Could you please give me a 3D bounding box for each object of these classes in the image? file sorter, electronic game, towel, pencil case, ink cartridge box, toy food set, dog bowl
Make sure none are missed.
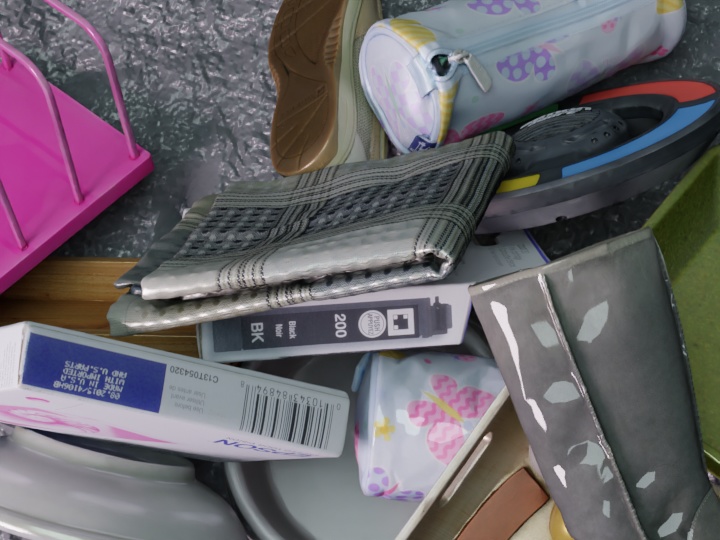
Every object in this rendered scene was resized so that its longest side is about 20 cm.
[{"bbox_3d":[-0.251,-0.076,1.433,0.139,0.126,0.200,34,63,31],"label":"file sorter"},{"bbox_3d":[0.117,-0.070,1.391,0.199,0.200,0.042,-17,104,6],"label":"electronic game"},{"bbox_3d":[-0.026,-0.026,1.291,0.199,0.193,0.035,-11,109,19],"label":"towel"},{"bbox_3d":[0.095,0.089,1.348,0.199,0.083,0.091,3,65,-3],"label":"pencil case"},{"bbox_3d":[-0.139,0.073,1.332,0.195,0.200,0.044,14,76,-29],"label":"ink cartridge box"},{"bbox_3d":[0.129,0.157,1.263,0.200,0.060,0.144,36,89,4],"label":"toy food set"},{"bbox_3d":[0.096,-0.136,1.415,0.199,0.091,0.083,-23,73,-28],"label":"pencil case"},{"bbox_3d":[0.008,0.101,1.436,0.199,0.059,0.201,-2,79,8],"label":"dog bowl"},{"bbox_3d":[0.000,0.000,1.384,0.199,0.198,0.044,-5,106,-5],"label":"ink cartridge box"}]

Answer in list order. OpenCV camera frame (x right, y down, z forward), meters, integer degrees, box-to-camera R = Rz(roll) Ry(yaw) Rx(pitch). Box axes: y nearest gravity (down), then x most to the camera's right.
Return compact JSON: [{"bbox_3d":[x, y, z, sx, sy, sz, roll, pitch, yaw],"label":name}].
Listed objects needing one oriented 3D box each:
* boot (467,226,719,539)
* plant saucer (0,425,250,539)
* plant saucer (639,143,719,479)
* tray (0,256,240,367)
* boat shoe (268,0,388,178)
[{"bbox_3d":[0.098,0.099,1.203,0.181,0.073,0.201,-24,100,-8],"label":"boot"},{"bbox_3d":[-0.151,0.123,1.382,0.199,0.200,0.051,15,92,12],"label":"plant saucer"},{"bbox_3d":[0.224,0.050,1.306,0.200,0.048,0.200,34,51,13],"label":"plant saucer"},{"bbox_3d":[-0.166,0.030,1.461,0.199,0.099,0.037,2,118,9],"label":"tray"},{"bbox_3d":[-0.011,-0.118,1.465,0.072,0.065,0.201,-31,38,31],"label":"boat shoe"}]
